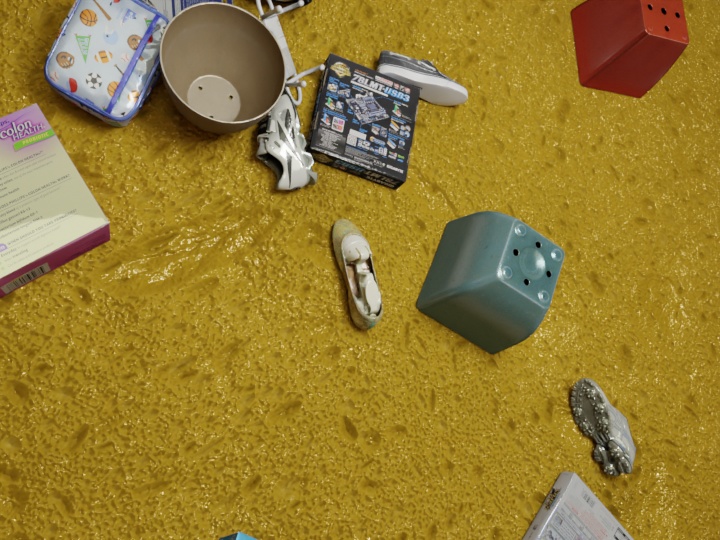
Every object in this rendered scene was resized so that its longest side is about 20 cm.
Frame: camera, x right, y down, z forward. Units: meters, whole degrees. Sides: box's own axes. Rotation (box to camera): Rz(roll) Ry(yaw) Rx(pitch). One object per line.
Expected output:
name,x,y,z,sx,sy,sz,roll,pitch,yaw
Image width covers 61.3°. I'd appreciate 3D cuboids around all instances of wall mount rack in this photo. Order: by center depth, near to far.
wall mount rack,-0.122,-0.386,1.043,0.175,0.073,0.204,-67,141,-60

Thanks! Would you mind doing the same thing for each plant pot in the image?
plant pot,-0.233,-0.311,1.004,0.195,0.134,0.206,5,76,-21
plant pot,0.252,0.011,1.095,0.193,0.199,0.200,30,68,-13
plant pot,0.629,-0.546,1.398,0.195,0.176,0.206,3,76,-22

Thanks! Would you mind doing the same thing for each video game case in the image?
video game case,0.403,0.514,1.123,0.200,0.045,0.181,47,64,-6

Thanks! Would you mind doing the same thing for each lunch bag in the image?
lunch bag,-0.389,-0.342,0.963,0.158,0.075,0.204,27,81,-17

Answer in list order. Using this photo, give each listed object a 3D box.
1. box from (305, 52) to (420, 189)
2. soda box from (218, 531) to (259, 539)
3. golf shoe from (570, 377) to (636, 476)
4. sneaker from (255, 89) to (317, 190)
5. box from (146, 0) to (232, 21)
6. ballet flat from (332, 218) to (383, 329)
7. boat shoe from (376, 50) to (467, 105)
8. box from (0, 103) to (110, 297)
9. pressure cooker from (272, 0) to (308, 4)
box,0.007,-0.280,1.145,0.195,0.050,0.204,15,71,-18
soda box,-0.184,0.478,0.837,0.067,0.064,0.203,33,47,-24
golf shoe,0.485,0.298,1.206,0.096,0.078,0.204,-25,94,-42
sneaker,-0.148,-0.236,1.055,0.087,0.074,0.204,-20,85,-27
box,-0.320,-0.456,1.058,0.195,0.032,0.125,-3,79,-20
ballet flat,0.000,0.000,1.066,0.069,0.071,0.205,-8,81,-24
boat shoe,0.126,-0.387,1.212,0.195,0.072,0.070,11,75,-12
box,-0.489,-0.099,0.869,0.174,0.096,0.203,-33,92,-25
pressure cooker,-0.134,-0.581,1.080,0.174,0.177,0.204,-2,65,-48
